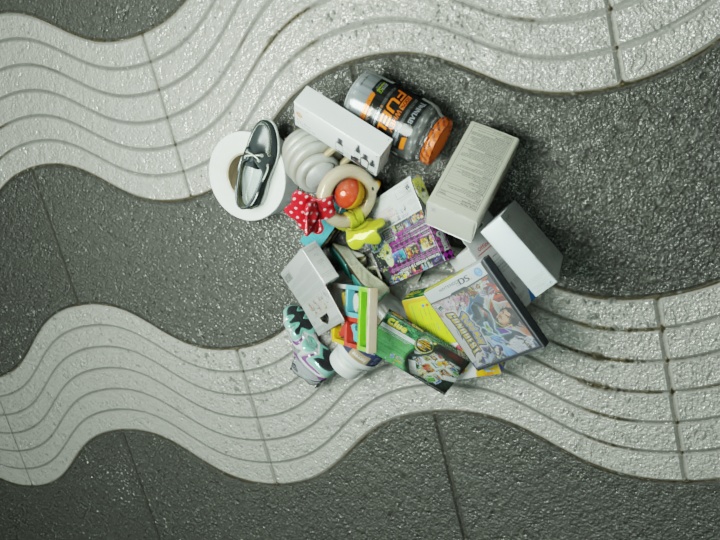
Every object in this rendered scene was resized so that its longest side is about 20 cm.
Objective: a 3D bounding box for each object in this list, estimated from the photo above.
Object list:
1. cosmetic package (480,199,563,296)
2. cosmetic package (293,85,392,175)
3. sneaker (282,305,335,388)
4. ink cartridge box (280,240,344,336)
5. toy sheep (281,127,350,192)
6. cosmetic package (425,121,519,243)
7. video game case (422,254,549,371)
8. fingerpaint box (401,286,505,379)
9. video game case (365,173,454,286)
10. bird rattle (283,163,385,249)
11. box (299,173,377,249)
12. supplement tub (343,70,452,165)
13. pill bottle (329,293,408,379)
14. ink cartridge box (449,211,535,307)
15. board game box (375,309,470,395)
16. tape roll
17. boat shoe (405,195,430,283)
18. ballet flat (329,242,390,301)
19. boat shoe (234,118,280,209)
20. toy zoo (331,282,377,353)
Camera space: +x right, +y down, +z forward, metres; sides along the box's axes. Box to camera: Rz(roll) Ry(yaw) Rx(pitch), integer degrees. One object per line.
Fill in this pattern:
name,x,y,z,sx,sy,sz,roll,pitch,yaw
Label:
cosmetic package,0.307,-0.048,1.120,0.052,0.200,0.151,-39,88,26
cosmetic package,-0.036,-0.271,1.170,0.200,0.083,0.051,33,70,8
sneaker,-0.146,0.194,1.449,0.200,0.078,0.140,58,138,21
ink cartridge box,-0.096,0.045,1.335,0.177,0.045,0.200,58,155,2
toy sheep,-0.098,-0.234,1.268,0.138,0.138,0.200,-50,47,26
cosmetic package,0.209,-0.167,1.128,0.103,0.087,0.200,26,70,14
video game case,0.238,0.089,1.167,0.200,0.025,0.181,55,139,-1
fingerpaint box,0.202,0.128,1.285,0.166,0.073,0.201,-15,100,26
video game case,0.086,-0.077,1.235,0.200,0.036,0.182,-28,83,53
bird rattle,-0.043,-0.136,1.200,0.199,0.113,0.164,21,99,-27
box,-0.049,-0.131,1.308,0.049,0.082,0.200,40,116,6
supplement tub,0.073,-0.298,1.187,0.200,0.122,0.123,30,114,11
pill bottle,0.018,0.151,1.346,0.111,0.111,0.200,42,116,6
ink cartridge box,0.260,-0.009,1.191,0.200,0.116,0.068,54,144,0
board game box,0.119,0.172,1.258,0.200,0.023,0.105,31,118,-3
tape roll,-0.242,-0.219,1.368,0.202,0.071,0.203,6,107,21
boat shoe,0.125,-0.071,1.273,0.067,0.057,0.201,16,116,37
ballet flat,0.000,0.000,1.319,0.200,0.062,0.068,53,165,38
boat shoe,-0.224,-0.224,1.286,0.075,0.060,0.201,17,111,17
toy zoo,-0.022,0.095,1.269,0.200,0.020,0.132,3,92,62
